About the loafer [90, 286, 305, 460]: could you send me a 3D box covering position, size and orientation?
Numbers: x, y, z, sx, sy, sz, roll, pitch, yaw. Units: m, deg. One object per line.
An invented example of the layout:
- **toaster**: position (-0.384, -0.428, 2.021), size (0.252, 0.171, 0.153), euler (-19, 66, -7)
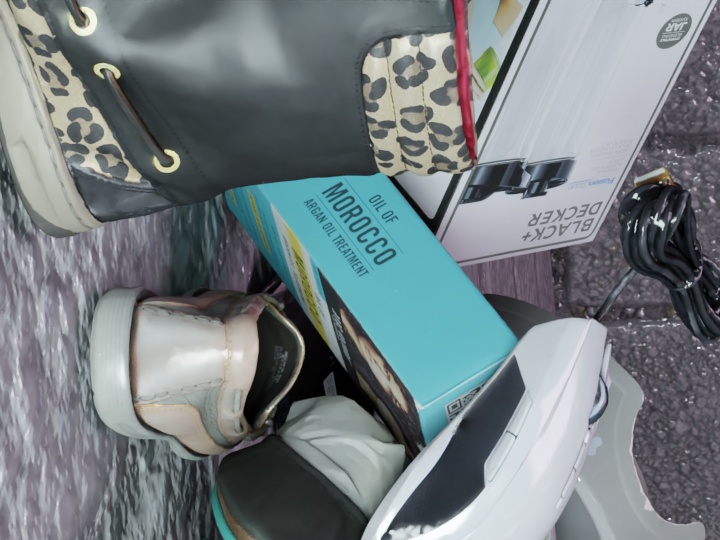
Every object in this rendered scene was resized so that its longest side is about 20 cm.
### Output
- **loafer**: position (-0.050, 0.040, 0.718), size (0.200, 0.062, 0.073), euler (20, 68, -79)

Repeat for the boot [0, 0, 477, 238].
- **boot**: position (-0.046, -0.104, 0.532), size (0.073, 0.149, 0.202), euler (-75, 160, -59)

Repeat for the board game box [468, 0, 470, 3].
- **board game box**: position (0.031, -0.149, 0.703), size (0.200, 0.028, 0.137), euler (145, -38, -77)

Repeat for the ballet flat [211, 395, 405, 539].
- **ballet flat**: position (-0.018, 0.085, 0.724), size (0.069, 0.068, 0.200), euler (-50, 177, -3)

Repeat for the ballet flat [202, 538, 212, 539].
- **ballet flat**: position (-0.046, 0.149, 0.714), size (0.200, 0.072, 0.074), euler (59, 29, -80)

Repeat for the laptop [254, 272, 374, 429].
- **laptop**: position (-0.027, 0.019, 1.015), size (0.200, 0.102, 0.179), euler (-48, 140, -40)

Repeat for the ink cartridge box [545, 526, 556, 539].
- **ink cartridge box**: position (0.034, 0.203, 0.922), size (0.088, 0.144, 0.201), euler (-81, 164, -51)

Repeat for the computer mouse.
- **computer mouse**: position (0.077, 0.058, 0.686), size (0.200, 0.044, 0.110), euler (-50, 150, -12)

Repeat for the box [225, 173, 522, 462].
- **box**: position (0.000, 0.000, 0.767), size (0.200, 0.049, 0.083), euler (53, -13, 36)

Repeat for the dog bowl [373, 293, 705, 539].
- **dog bowl**: position (0.087, 0.113, 0.961), size (0.059, 0.199, 0.202), euler (-36, 134, -31)

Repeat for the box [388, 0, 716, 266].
- **box**: position (0.085, -0.098, 0.786), size (0.060, 0.116, 0.201), euler (51, -47, 32)
